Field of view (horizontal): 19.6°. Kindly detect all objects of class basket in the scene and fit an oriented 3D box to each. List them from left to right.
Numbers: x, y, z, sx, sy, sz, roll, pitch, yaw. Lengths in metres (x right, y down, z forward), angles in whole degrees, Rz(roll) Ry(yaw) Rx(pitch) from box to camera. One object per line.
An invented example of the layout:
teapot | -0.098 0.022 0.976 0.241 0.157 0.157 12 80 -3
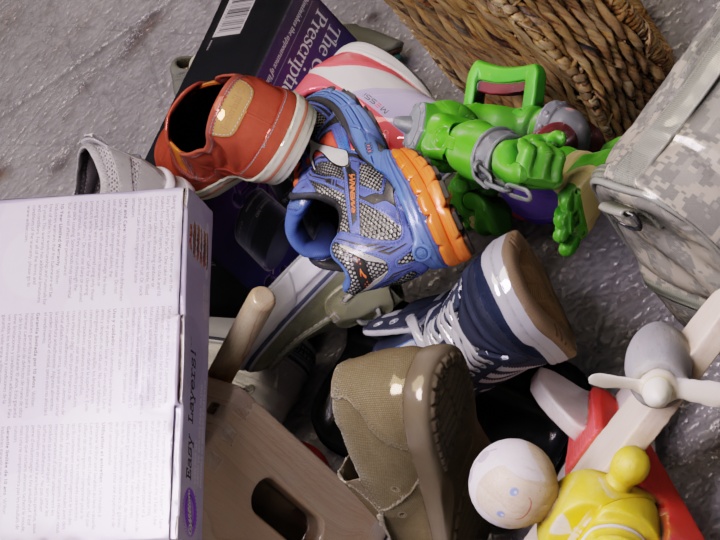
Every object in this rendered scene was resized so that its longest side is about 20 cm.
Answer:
basket | 0.120 -0.181 1.272 0.142 0.200 0.149 18 68 49

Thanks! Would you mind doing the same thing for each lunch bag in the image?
lunch bag | 0.225 -0.066 1.103 0.200 0.168 0.139 -52 39 -9

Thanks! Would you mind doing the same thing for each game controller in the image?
game controller | 0.049 0.081 1.242 0.200 0.042 0.105 20 85 49

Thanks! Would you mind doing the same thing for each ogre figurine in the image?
ogre figurine | 0.104 -0.063 1.181 0.119 0.099 0.200 21 30 34

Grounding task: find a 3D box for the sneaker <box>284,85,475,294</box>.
sneaker | -0.014 -0.045 1.163 0.078 0.076 0.200 -28 26 -12

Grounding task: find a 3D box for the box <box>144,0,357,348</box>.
box | -0.060 -0.068 1.379 0.079 0.141 0.201 -1 56 40

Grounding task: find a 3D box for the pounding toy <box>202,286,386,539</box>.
pounding toy | -0.091 0.109 1.203 0.184 0.200 0.143 12 64 46

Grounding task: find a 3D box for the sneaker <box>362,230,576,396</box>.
sneaker | 0.054 0.035 1.110 0.108 0.200 0.070 -24 83 6

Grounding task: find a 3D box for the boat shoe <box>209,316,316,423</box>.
boat shoe | -0.125 0.079 1.370 0.201 0.075 0.086 5 61 32

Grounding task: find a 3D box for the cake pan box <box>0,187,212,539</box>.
cake pan box | -0.172 0.060 1.103 0.183 0.052 0.201 -6 73 16

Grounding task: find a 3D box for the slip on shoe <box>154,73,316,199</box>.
slip on shoe | -0.086 -0.084 1.220 0.074 0.061 0.200 -65 19 -7

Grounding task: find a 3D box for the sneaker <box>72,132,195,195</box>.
sneaker | -0.171 0.015 1.182 0.075 0.082 0.201 -16 44 50

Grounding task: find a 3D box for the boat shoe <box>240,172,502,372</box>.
boat shoe | 0.000 0.000 1.265 0.200 0.062 0.072 -44 -2 14

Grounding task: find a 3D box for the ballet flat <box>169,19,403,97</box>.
ballet flat | -0.060 -0.156 1.509 0.199 0.064 0.067 -14 3 35

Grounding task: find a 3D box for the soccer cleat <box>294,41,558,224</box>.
soccer cleat | 0.044 -0.075 1.308 0.200 0.068 0.073 32 48 26

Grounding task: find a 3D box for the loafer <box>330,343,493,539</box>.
loafer | 0.029 0.104 1.107 0.067 0.201 0.076 14 50 21

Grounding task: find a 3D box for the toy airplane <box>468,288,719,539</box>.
toy airplane | 0.115 0.111 1.063 0.199 0.141 0.201 -14 60 61
